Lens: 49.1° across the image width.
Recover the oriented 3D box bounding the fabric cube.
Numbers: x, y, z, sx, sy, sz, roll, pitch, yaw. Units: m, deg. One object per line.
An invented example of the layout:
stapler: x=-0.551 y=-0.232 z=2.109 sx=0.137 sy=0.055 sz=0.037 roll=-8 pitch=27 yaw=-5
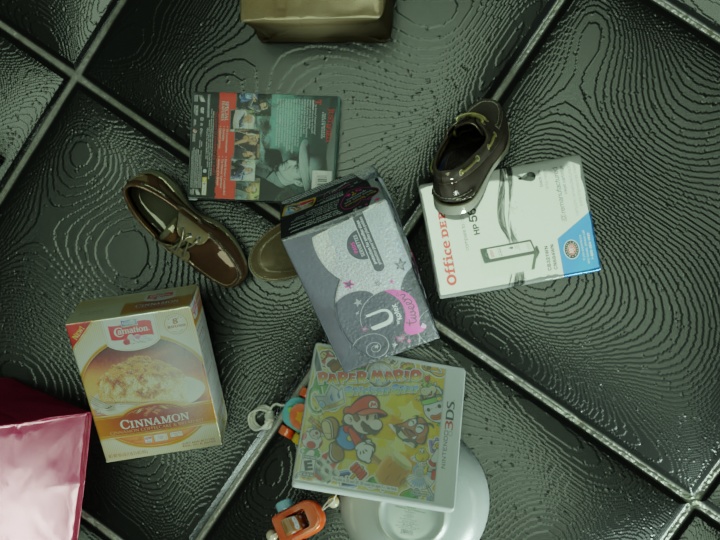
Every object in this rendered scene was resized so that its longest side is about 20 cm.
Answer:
fabric cube: x=-0.483 y=0.254 z=0.976 sx=0.199 sy=0.200 sz=0.197 roll=11 pitch=94 yaw=37

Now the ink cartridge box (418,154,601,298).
ink cartridge box: x=0.181 y=-0.051 z=0.986 sx=0.199 sy=0.084 sz=0.146 roll=-11 pitch=89 yaw=6

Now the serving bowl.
serving bowl: x=0.067 y=0.304 z=1.017 sx=0.199 sy=0.066 sz=0.201 roll=0 pitch=92 yaw=7

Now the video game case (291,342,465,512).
video game case: x=0.027 y=0.193 z=0.984 sx=0.199 sy=0.023 sz=0.182 roll=10 pitch=64 yaw=-3

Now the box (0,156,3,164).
box: x=-0.638 y=-0.151 z=1.060 sx=0.197 sy=0.124 sz=0.200 roll=44 pitch=95 yaw=6

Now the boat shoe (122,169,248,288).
boat shoe: x=-0.234 y=-0.047 z=1.031 sx=0.200 sy=0.072 sz=0.076 roll=41 pitch=111 yaw=2

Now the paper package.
paper package: x=-0.051 y=-0.399 z=0.996 sx=0.190 sy=0.103 sz=0.201 roll=2 pitch=92 yaw=8

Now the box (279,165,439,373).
box: x=0.000 y=0.000 z=0.951 sx=0.132 sy=0.115 sz=0.200 roll=-21 pitch=119 yaw=4

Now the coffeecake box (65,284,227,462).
coffeecake box: x=-0.266 y=0.131 z=1.006 sx=0.153 sy=0.073 sz=0.201 roll=-8 pitch=112 yaw=0

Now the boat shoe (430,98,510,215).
boat shoe: x=0.133 y=-0.152 z=0.947 sx=0.072 sy=0.200 sz=0.060 roll=8 pitch=137 yaw=25

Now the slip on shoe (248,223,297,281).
slip on shoe: x=-0.057 y=-0.040 z=1.025 sx=0.199 sy=0.061 sz=0.076 roll=-17 pitch=89 yaw=7

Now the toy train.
toy train: x=-0.079 y=0.248 z=1.003 sx=0.150 sy=0.056 sz=0.200 roll=-25 pitch=68 yaw=7

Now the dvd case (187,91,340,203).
dvd case: x=-0.129 y=-0.162 z=1.051 sx=0.199 sy=0.022 sz=0.147 roll=3 pitch=92 yaw=8
